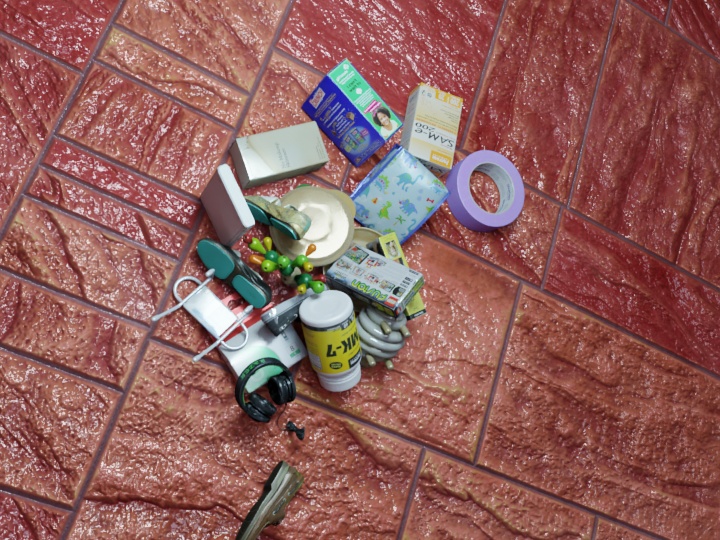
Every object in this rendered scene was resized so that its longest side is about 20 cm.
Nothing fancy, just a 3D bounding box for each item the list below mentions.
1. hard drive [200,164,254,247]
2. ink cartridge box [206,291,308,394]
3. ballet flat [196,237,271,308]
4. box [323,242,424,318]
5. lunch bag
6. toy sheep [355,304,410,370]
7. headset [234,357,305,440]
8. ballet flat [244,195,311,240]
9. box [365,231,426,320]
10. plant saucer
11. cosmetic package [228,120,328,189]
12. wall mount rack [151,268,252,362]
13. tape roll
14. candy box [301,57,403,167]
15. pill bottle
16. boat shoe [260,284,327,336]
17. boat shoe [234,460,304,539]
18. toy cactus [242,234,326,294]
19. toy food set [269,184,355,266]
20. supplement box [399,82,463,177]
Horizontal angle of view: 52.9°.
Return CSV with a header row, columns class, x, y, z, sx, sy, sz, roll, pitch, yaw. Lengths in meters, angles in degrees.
class,x,y,z,sx,sy,sz,roll,pitch,yaw
hard drive,-0.280,-0.128,1.506,0.026,0.200,0.132,-25,90,-24
ink cartridge box,-0.229,0.139,1.558,0.161,0.050,0.201,-32,95,-25
ballet flat,-0.268,0.002,1.558,0.200,0.068,0.068,47,26,-7
box,0.029,0.019,1.588,0.199,0.035,0.110,26,63,32
lunch bag,0.083,-0.171,1.716,0.170,0.127,0.200,41,96,-10
toy sheep,0.046,0.135,1.616,0.137,0.138,0.201,21,112,-18
headset,-0.178,0.272,1.501,0.123,0.094,0.200,-39,130,-18
ballet flat,-0.183,-0.126,1.573,0.071,0.200,0.071,-31,135,-37
box,0.081,0.018,1.662,0.050,0.075,0.201,-22,88,-27
plant saucer,0.000,0.000,1.690,0.199,0.035,0.201,4,78,-22
cosmetic package,-0.185,-0.263,1.646,0.199,0.073,0.104,-20,87,-26
wall mount rack,-0.325,0.096,1.492,0.200,0.075,0.174,43,62,3
tape roll,0.319,-0.202,1.853,0.199,0.066,0.201,5,77,-22
candy box,-0.022,-0.361,1.682,0.200,0.169,0.077,46,63,-8
pill bottle,-0.059,0.153,1.547,0.114,0.114,0.201,-29,128,-25
boat shoe,-0.130,0.089,1.570,0.200,0.070,0.066,-27,84,-53
boat shoe,-0.184,0.495,1.489,0.068,0.072,0.200,37,68,-11
toy cactus,-0.154,-0.010,1.550,0.199,0.165,0.103,22,76,11
toy food set,-0.112,-0.102,1.636,0.197,0.049,0.201,7,72,-6
supplement box,0.175,-0.352,1.817,0.125,0.073,0.201,16,74,-19
